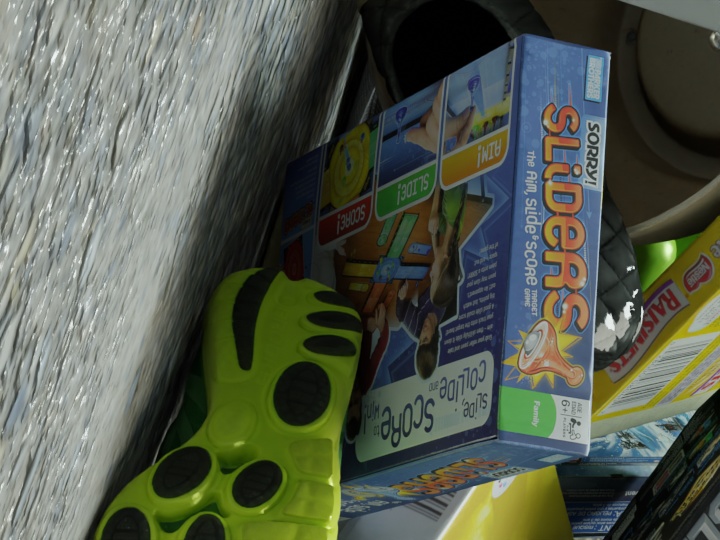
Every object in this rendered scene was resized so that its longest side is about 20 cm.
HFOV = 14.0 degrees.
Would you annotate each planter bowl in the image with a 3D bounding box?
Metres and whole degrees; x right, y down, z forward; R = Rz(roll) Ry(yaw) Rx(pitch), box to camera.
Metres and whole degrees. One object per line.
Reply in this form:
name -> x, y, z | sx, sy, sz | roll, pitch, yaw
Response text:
planter bowl -> 0.120, -0.100, 1.156 | 0.135, 0.200, 0.201 | 14, 96, -55

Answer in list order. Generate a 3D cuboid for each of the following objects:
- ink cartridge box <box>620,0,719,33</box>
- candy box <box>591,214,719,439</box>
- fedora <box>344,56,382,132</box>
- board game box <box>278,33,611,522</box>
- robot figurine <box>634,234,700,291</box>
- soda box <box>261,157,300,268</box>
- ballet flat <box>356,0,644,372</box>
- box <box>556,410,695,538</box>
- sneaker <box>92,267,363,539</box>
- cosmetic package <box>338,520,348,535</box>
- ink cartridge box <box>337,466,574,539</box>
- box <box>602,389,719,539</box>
ink cartridge box -> 0.079, -0.199, 0.836 | 0.145, 0.144, 0.201 | 101, 9, -64
candy box -> 0.156, -0.005, 1.122 | 0.102, 0.026, 0.200 | -13, 152, -51
fedora -> 0.061, -0.120, 1.325 | 0.177, 0.090, 0.201 | -43, 151, -82
board game box -> 0.021, 0.009, 1.016 | 0.200, 0.034, 0.136 | 157, -60, -64
robot figurine -> 0.131, -0.004, 1.281 | 0.176, 0.199, 0.116 | -64, 143, -63
soda box -> 0.000, 0.000, 1.226 | 0.200, 0.064, 0.068 | 31, 77, -86
ballet flat -> 0.048, -0.052, 1.081 | 0.066, 0.201, 0.057 | -37, 153, 23
box -> 0.077, 0.052, 1.400 | 0.200, 0.136, 0.040 | -120, -141, -50
sneaker -> -0.040, 0.083, 0.967 | 0.200, 0.074, 0.084 | -67, 170, -52
cosmetic package -> -0.044, 0.138, 1.195 | 0.102, 0.071, 0.201 | 98, 11, -67
ink cartridge box -> 0.022, 0.170, 1.148 | 0.198, 0.047, 0.200 | -56, 147, -26
box -> 0.115, 0.147, 1.229 | 0.200, 0.050, 0.199 | -54, 180, 5
